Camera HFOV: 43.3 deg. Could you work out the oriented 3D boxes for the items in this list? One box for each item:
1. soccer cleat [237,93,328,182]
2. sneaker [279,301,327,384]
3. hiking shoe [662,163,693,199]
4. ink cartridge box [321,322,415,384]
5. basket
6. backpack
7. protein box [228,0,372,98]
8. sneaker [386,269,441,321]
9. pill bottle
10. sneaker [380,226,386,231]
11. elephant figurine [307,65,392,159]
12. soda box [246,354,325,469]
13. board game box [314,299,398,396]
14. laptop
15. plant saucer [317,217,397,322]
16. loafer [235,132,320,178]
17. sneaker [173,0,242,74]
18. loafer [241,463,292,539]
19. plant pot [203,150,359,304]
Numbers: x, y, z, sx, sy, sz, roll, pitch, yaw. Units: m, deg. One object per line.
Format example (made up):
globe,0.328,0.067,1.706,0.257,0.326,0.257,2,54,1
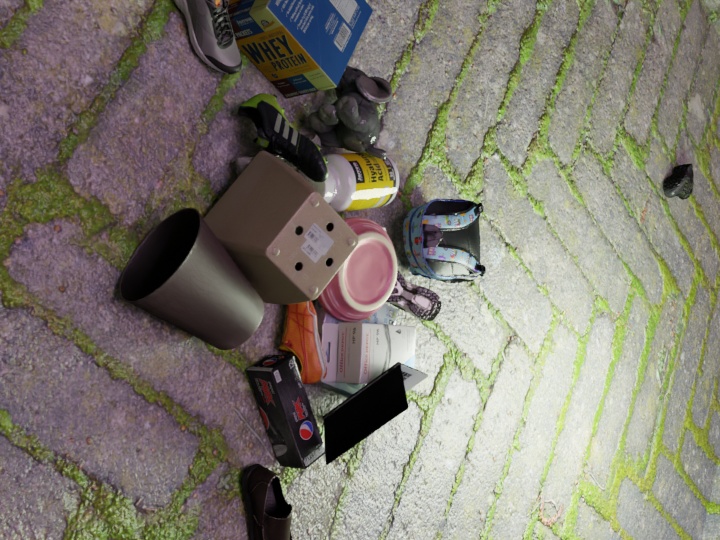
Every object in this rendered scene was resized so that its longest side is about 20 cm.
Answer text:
soccer cleat,-0.136,-0.223,1.584,0.081,0.068,0.200,-33,77,-34
sneaker,-0.115,0.108,1.652,0.077,0.073,0.201,-10,78,-12
hiking shoe,1.046,-0.271,2.951,0.200,0.076,0.101,-41,114,-42
ink cartridge box,0.017,0.159,1.735,0.200,0.068,0.116,6,83,-46
basket,-0.257,0.029,1.464,0.200,0.136,0.181,46,69,-40
backpack,0.162,-0.063,1.923,0.200,0.134,0.183,-1,88,-48
protein box,-0.114,-0.460,1.646,0.200,0.135,0.199,43,58,-37
sneaker,0.066,0.042,1.865,0.200,0.089,0.077,33,79,-16
pill bottle,-0.027,-0.169,1.741,0.200,0.111,0.112,-12,96,-47
sneaker,-0.032,-0.054,1.766,0.200,0.076,0.081,-7,100,-40
elephant figurine,-0.009,-0.334,1.757,0.155,0.141,0.200,64,37,-43
soda box,-0.132,0.253,1.627,0.063,0.071,0.200,-32,111,-45
board game box,-0.021,0.140,1.777,0.199,0.043,0.201,29,67,-43
laptop,0.035,0.271,1.678,0.200,0.187,0.116,29,29,-56
plant saucer,0.000,0.000,1.718,0.200,0.051,0.201,-7,100,-42
loafer,-0.147,-0.212,1.643,0.200,0.070,0.070,-39,124,-41
sneaker,-0.253,-0.425,1.534,0.074,0.079,0.200,-48,123,-40
loafer,-0.154,0.439,1.591,0.073,0.071,0.201,-28,108,-45
plant pot,-0.124,-0.056,1.538,0.200,0.177,0.200,-52,125,-12
